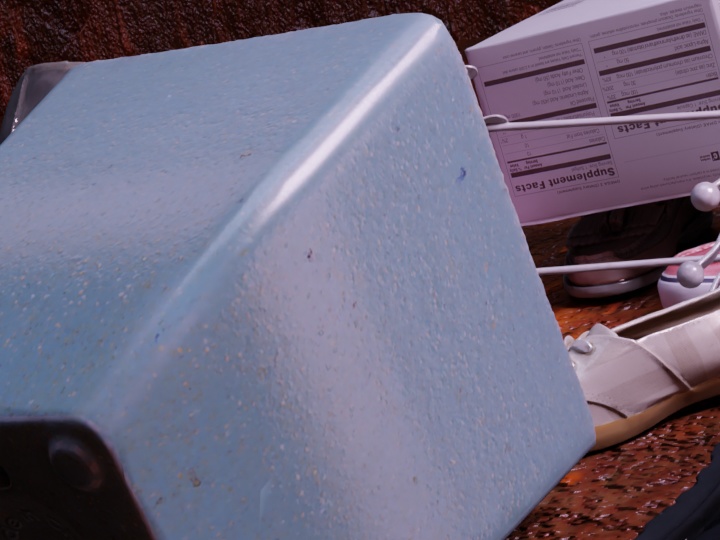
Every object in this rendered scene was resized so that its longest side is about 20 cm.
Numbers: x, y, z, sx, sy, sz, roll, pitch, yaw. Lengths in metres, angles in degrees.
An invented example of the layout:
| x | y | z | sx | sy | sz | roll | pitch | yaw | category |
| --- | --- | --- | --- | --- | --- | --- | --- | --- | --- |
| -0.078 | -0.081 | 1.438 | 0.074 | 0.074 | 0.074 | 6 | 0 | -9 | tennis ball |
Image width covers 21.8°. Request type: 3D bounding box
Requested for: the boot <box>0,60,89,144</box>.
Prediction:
| x | y | z | sx | sy | sz | roll | pitch | yaw | category |
| --- | --- | --- | --- | --- | --- | --- | --- | --- | --- |
| -0.221 | -0.021 | 1.129 | 0.182 | 0.200 | 0.073 | -6 | -16 | 34 | boot |

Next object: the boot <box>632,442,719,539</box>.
| x | y | z | sx | sy | sz | roll | pitch | yaw | category |
| --- | --- | --- | --- | --- | --- | --- | --- | --- | --- |
| 0.180 | 0.076 | 0.544 | 0.168 | 0.077 | 0.200 | -7 | 18 | 41 | boot |

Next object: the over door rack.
| x | y | z | sx | sy | sz | roll | pitch | yaw | category |
| --- | --- | --- | --- | --- | --- | --- | --- | --- | --- |
| 0.134 | -0.024 | 0.904 | 0.200 | 0.067 | 0.148 | 6 | -30 | 7 | over door rack |

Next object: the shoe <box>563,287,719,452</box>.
| x | y | z | sx | sy | sz | roll | pitch | yaw | category |
| --- | --- | --- | --- | --- | --- | --- | --- | --- | --- |
| 0.129 | 0.039 | 0.852 | 0.200 | 0.053 | 0.070 | -14 | 12 | -15 | shoe |

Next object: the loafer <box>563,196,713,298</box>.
| x | y | z | sx | sy | sz | roll | pitch | yaw | category |
| --- | --- | --- | --- | --- | --- | --- | --- | --- | --- |
| 0.169 | -0.035 | 1.163 | 0.072 | 0.063 | 0.200 | -5 | 12 | 26 | loafer |

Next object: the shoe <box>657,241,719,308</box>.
| x | y | z | sx | sy | sz | roll | pitch | yaw | category |
| --- | --- | --- | --- | --- | --- | --- | --- | --- | --- |
| 0.254 | -0.039 | 1.017 | 0.200 | 0.091 | 0.071 | -12 | 11 | -3 | shoe |

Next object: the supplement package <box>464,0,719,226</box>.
| x | y | z | sx | sy | sz | roll | pitch | yaw | category |
| --- | --- | --- | --- | --- | --- | --- | --- | --- | --- |
| 0.183 | -0.117 | 1.111 | 0.156 | 0.111 | 0.200 | -11 | 12 | 33 | supplement package |

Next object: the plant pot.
| x | y | z | sx | sy | sz | roll | pitch | yaw | category |
| --- | --- | --- | --- | --- | --- | --- | --- | --- | --- |
| -0.062 | 0.045 | 0.694 | 0.196 | 0.197 | 0.200 | -3 | 30 | 37 | plant pot |
